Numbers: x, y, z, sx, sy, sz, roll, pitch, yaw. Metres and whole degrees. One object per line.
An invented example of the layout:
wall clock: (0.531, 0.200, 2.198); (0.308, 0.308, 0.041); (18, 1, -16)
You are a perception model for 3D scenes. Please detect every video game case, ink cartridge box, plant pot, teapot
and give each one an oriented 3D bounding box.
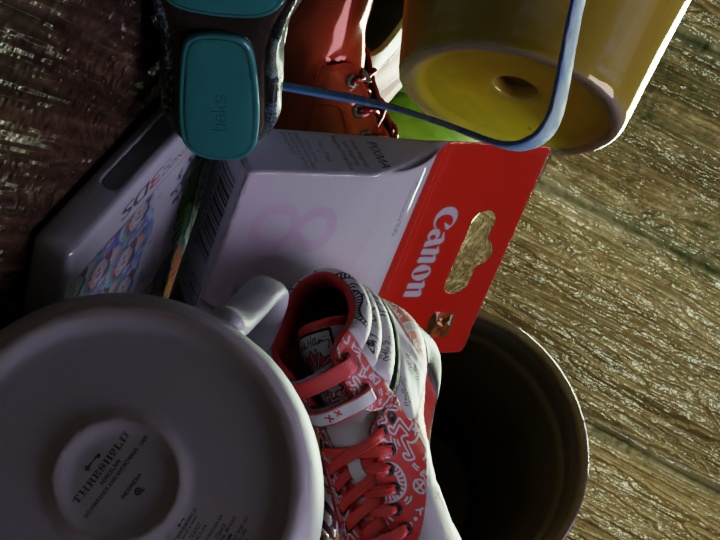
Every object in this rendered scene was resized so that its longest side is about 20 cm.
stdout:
video game case: (-0.122, 0.000, 0.996); (0.182, 0.024, 0.200); (-54, 169, -42)
ink cartridge box: (0.000, 0.000, 1.061); (0.057, 0.200, 0.163); (-111, -146, -46)
plant pot: (0.037, 0.139, 1.327); (0.200, 0.200, 0.174); (-59, 180, -20)
teapot: (-0.109, 0.110, 0.891); (0.146, 0.200, 0.198); (103, -27, -71)
plant pot: (0.108, -0.176, 1.080); (0.201, 0.201, 0.189); (95, 11, -69)

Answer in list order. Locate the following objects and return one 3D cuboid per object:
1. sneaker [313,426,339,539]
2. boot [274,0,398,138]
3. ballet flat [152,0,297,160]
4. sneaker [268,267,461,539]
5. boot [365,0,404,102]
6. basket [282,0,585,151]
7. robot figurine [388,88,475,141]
sneaker: (-0.036, 0.147, 1.028); (0.090, 0.075, 0.200); (123, -11, -74)
boot: (-0.010, -0.098, 1.076); (0.075, 0.107, 0.200); (-43, 158, -59)
ballet flat: (-0.060, -0.131, 0.856); (0.074, 0.074, 0.200); (-56, 172, -33)
sneaker: (-0.002, 0.095, 0.979); (0.108, 0.067, 0.201); (42, 37, -46)
boot: (0.017, -0.144, 1.223); (0.200, 0.072, 0.144); (-45, 164, -36)
basket: (0.035, -0.170, 0.919); (0.139, 0.176, 0.200); (3, 101, -66)
robot figurine: (0.035, -0.071, 1.391); (0.200, 0.116, 0.176); (-46, 151, -62)
